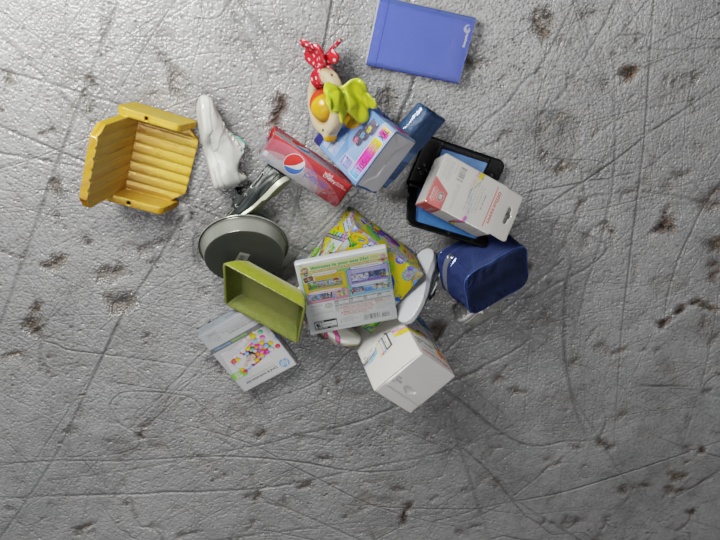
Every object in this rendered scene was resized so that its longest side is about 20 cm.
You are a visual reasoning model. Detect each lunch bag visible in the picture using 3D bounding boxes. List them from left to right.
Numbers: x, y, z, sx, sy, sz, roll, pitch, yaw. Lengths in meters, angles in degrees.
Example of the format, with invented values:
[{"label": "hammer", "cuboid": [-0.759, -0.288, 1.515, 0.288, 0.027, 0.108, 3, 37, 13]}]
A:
[{"label": "lunch bag", "cuboid": [0.284, -0.014, 1.498, 0.200, 0.132, 0.136, -26, 132, -15]}]

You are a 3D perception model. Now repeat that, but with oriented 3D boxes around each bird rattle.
[{"label": "bird rattle", "cuboid": [-0.071, -0.347, 1.272, 0.113, 0.200, 0.163, -19, 151, -34]}]

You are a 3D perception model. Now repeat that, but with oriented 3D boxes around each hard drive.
[{"label": "hard drive", "cuboid": [0.121, -0.464, 1.314, 0.200, 0.025, 0.132, 8, 116, -12]}]

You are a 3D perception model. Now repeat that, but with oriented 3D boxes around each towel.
[{"label": "towel", "cuboid": [0.084, -0.263, 1.371, 0.200, 0.112, 0.049, -47, 72, 19]}]

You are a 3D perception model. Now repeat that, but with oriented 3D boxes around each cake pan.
[{"label": "cake pan", "cuboid": [-0.257, -0.041, 1.431, 0.200, 0.037, 0.200, -5, 141, -4]}]

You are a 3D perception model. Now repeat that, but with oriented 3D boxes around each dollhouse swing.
[{"label": "dollhouse swing", "cuboid": [-0.432, -0.205, 1.284, 0.182, 0.176, 0.200, 15, 113, -15]}]

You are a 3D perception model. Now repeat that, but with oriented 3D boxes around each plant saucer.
[{"label": "plant saucer", "cuboid": [-0.205, 0.060, 1.435, 0.200, 0.048, 0.200, 28, 150, 5]}]

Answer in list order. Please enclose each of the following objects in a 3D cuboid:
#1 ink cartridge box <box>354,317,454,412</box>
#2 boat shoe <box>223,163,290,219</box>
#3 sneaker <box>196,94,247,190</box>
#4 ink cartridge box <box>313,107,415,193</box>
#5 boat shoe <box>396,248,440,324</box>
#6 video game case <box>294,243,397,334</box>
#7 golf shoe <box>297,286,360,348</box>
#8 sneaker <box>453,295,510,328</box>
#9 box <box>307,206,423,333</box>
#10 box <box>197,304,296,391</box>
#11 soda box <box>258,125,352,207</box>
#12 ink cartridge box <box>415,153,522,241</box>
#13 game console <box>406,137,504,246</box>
[{"label": "ink cartridge box", "cuboid": [0.097, 0.200, 1.540, 0.145, 0.200, 0.147, -42, 130, 13]}, {"label": "boat shoe", "cuboid": [-0.241, -0.159, 1.398, 0.199, 0.075, 0.066, -36, 90, 28]}, {"label": "sneaker", "cuboid": [-0.282, -0.269, 1.341, 0.088, 0.075, 0.200, -15, 126, -14]}, {"label": "ink cartridge box", "cuboid": [-0.004, -0.271, 1.324, 0.076, 0.200, 0.136, 18, 116, -50]}, {"label": "boat shoe", "cuboid": [0.143, 0.046, 1.506, 0.072, 0.200, 0.068, -11, 137, 40]}, {"label": "video game case", "cuboid": [-0.029, 0.043, 1.421, 0.200, 0.022, 0.182, -11, 117, -1]}, {"label": "golf shoe", "cuboid": [-0.079, 0.108, 1.527, 0.200, 0.073, 0.092, 33, 109, 2]}, {"label": "sneaker", "cuboid": [0.327, 0.067, 1.605, 0.200, 0.075, 0.082, -38, 130, 19]}, {"label": "box", "cuboid": [0.000, 0.000, 1.482, 0.200, 0.122, 0.193, 34, 108, -22]}, {"label": "box", "cuboid": [-0.274, 0.186, 1.586, 0.156, 0.041, 0.200, -28, 119, 7]}, {"label": "soda box", "cuboid": [-0.116, -0.220, 1.381, 0.200, 0.070, 0.063, 31, 108, -21]}, {"label": "ink cartridge box", "cuboid": [0.234, -0.149, 1.388, 0.200, 0.067, 0.117, 27, 81, -12]}, {"label": "game console", "cuboid": [0.212, -0.173, 1.427, 0.200, 0.116, 0.176, 15, 114, -16]}]
